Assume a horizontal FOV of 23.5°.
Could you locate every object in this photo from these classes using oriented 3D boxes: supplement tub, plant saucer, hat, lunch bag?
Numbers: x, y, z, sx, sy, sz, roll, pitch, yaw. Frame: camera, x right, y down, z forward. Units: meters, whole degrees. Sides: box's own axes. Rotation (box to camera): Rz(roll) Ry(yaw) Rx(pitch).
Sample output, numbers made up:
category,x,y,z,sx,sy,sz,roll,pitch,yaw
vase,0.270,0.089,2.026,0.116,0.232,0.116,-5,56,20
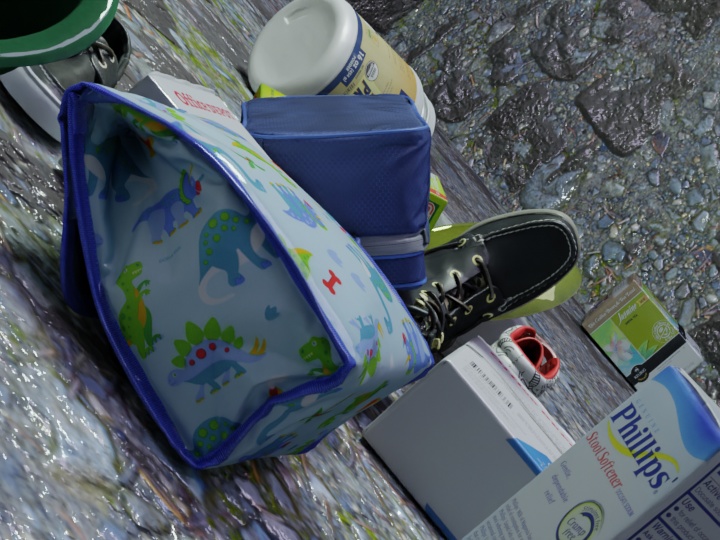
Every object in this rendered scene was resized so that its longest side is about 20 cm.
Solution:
category,x,y,z,sx,sy,sz,roll,pitch,yaw
supplement tub,-0.017,-0.204,1.963,0.200,0.144,0.145,40,12,-43
plant saucer,0.107,-0.005,1.623,0.200,0.199,0.031,-111,-164,-66
hat,-0.236,-0.126,0.990,0.200,0.176,0.166,-21,66,-40
lunch bag,-0.072,-0.004,0.906,0.200,0.127,0.170,60,11,10
lunch bag,-0.018,-0.047,1.236,0.200,0.135,0.133,-99,-173,-75

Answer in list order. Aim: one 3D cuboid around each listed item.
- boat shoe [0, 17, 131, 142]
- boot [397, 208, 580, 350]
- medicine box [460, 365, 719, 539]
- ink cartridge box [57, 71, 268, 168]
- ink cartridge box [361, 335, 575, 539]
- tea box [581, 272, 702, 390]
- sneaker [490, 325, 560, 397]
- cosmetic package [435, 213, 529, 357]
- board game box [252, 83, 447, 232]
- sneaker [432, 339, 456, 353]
category,x,y,z,sx,sy,sz,roll,pitch,yaw
boat shoe,-0.187,-0.134,1.124,0.069,0.057,0.200,47,9,-13
boot,0.065,0.024,1.258,0.154,0.203,0.074,-65,133,-76
medicine box,0.175,0.193,1.013,0.182,0.200,0.103,45,10,-24
ink cartridge box,-0.076,-0.017,1.075,0.200,0.084,0.145,50,9,8
ink cartridge box,0.092,0.133,1.245,0.145,0.084,0.200,50,10,5
tea box,0.521,0.123,3.213,0.197,0.134,0.200,48,9,3
sneaker,0.126,0.103,1.462,0.067,0.108,0.201,50,9,14
cosmetic package,0.101,0.028,1.763,0.113,0.081,0.200,45,10,-17
board game box,-0.018,-0.104,1.652,0.200,0.048,0.102,28,13,-10
sneaker,0.000,0.000,1.452,0.200,0.074,0.079,42,18,-1
